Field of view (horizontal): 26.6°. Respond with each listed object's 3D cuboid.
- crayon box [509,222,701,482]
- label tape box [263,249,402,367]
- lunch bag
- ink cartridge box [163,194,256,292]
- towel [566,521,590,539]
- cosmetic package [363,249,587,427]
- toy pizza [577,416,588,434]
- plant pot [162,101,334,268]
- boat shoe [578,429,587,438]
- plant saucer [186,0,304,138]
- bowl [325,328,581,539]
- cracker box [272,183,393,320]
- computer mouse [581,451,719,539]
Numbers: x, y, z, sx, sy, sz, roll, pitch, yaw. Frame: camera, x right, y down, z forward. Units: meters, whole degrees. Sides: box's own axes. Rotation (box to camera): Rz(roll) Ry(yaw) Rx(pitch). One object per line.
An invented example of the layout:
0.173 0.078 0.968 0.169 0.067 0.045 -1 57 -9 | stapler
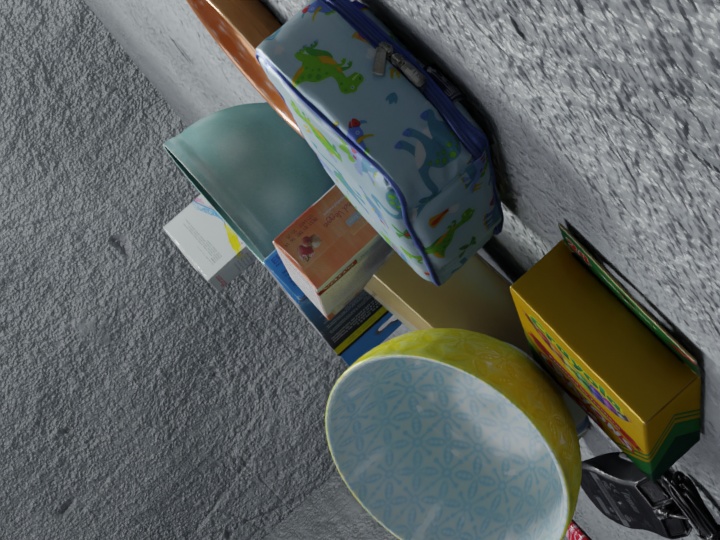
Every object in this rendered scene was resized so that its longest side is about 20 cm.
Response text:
0.163 0.058 1.003 0.127 0.051 0.200 47 175 24 | crayon box
0.000 0.000 1.486 0.063 0.144 0.200 46 175 24 | label tape box
0.015 -0.087 0.999 0.161 0.082 0.200 46 175 23 | lunch bag
-0.258 -0.082 2.970 0.145 0.200 0.145 47 175 10 | ink cartridge box
0.342 0.428 2.622 0.200 0.022 0.145 47 174 30 | towel
0.100 0.049 1.228 0.200 0.071 0.105 41 172 2 | cosmetic package
0.113 0.124 1.419 0.199 0.032 0.200 11 -166 -3 | toy pizza
-0.098 -0.102 1.638 0.200 0.134 0.200 48 175 5 | plant pot
0.187 0.171 1.597 0.066 0.074 0.199 50 175 11 | boat shoe
-0.087 -0.196 1.368 0.200 0.037 0.200 48 176 5 | plant saucer
0.084 0.113 1.130 0.199 0.108 0.201 19 132 22 | bowl
0.000 -0.033 1.276 0.058 0.134 0.200 47 175 7 | cracker box
0.274 0.216 1.334 0.141 0.046 0.200 54 163 -9 | computer mouse
